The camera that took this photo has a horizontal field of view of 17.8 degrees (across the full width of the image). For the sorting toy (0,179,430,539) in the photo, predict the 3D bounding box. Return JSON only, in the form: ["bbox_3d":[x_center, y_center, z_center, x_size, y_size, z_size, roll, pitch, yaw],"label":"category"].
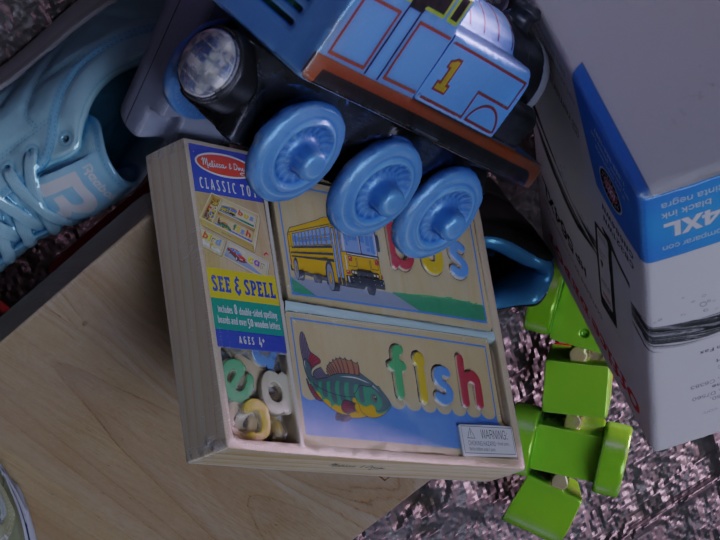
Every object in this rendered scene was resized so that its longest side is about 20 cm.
[{"bbox_3d":[-0.099,0.071,1.057,0.198,0.070,0.200,-39,123,16],"label":"sorting toy"}]

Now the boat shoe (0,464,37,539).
[{"bbox_3d":[-0.186,0.095,0.975,0.071,0.062,0.201,-15,127,0],"label":"boat shoe"}]

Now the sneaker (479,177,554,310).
[{"bbox_3d":[0.000,0.000,1.110,0.199,0.082,0.074,-16,123,-23],"label":"sneaker"}]

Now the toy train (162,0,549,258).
[{"bbox_3d":[0.008,-0.078,0.926,0.115,0.087,0.200,-53,146,12],"label":"toy train"}]

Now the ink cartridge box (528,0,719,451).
[{"bbox_3d":[0.138,-0.035,1.034,0.084,0.147,0.201,-19,143,-6],"label":"ink cartridge box"}]

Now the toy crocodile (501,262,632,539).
[{"bbox_3d":[0.117,0.053,1.223,0.067,0.062,0.201,11,106,7],"label":"toy crocodile"}]

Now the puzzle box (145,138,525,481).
[{"bbox_3d":[-0.007,0.021,1.000,0.199,0.025,0.134,9,66,-49],"label":"puzzle box"}]

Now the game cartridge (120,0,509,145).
[{"bbox_3d":[0.002,-0.116,0.981,0.199,0.042,0.134,-5,132,-42],"label":"game cartridge"}]

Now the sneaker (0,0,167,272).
[{"bbox_3d":[-0.141,-0.046,1.001,0.200,0.082,0.074,-48,127,-3],"label":"sneaker"}]
